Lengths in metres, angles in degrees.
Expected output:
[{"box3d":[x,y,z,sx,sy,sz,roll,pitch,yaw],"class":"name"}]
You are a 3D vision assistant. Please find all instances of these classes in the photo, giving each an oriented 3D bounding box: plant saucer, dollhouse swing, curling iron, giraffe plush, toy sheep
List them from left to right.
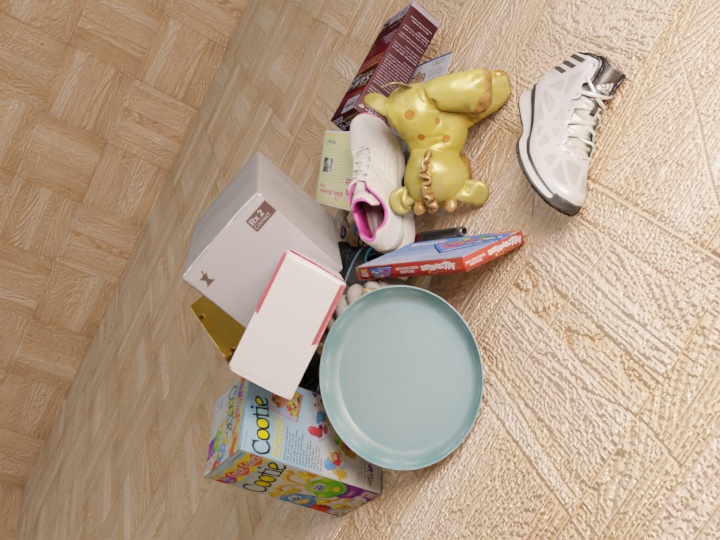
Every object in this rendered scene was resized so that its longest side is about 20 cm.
[{"box3d":[-0.163,0.078,1.362,0.198,0.177,0.182,-36,56,-12],"class":"dollhouse swing"},{"box3d":[0.018,0.074,0.995,0.200,0.137,0.139,-45,30,13],"class":"toy sheep"},{"box3d":[0.046,0.120,0.895,0.195,0.027,0.206,-2,85,22],"class":"plant saucer"},{"box3d":[0.086,-0.031,1.063,0.199,0.025,0.051,-20,54,59],"class":"curling iron"},{"box3d":[0.104,-0.159,1.014,0.170,0.197,0.167,-2,100,49],"class":"giraffe plush"}]

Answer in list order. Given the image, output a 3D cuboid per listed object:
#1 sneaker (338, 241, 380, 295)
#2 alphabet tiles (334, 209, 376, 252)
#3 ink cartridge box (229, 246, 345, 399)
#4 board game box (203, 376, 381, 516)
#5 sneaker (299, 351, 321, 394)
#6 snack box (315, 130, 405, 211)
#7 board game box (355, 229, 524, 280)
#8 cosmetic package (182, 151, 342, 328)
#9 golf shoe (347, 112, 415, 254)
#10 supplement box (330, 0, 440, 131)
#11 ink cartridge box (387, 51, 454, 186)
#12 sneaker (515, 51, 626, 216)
[{"box3d":[0.000,0.000,1.142,0.082,0.073,0.201,-42,23,9],"class":"sneaker"},{"box3d":[0.010,-0.106,1.223,0.169,0.007,0.203,-112,36,-47],"class":"alphabet tiles"},{"box3d":[-0.084,0.056,0.958,0.148,0.082,0.200,-64,3,1],"class":"ink cartridge box"},{"box3d":[-0.080,0.220,0.986,0.103,0.197,0.107,-40,35,42],"class":"board game box"},{"box3d":[-0.077,0.099,1.185,0.076,0.113,0.204,-1,67,60],"class":"sneaker"},{"box3d":[-0.005,-0.149,1.196,0.199,0.036,0.120,20,103,59],"class":"snack box"},{"box3d":[0.090,-0.017,0.942,0.198,0.102,0.020,-5,106,55],"class":"board game box"},{"box3d":[-0.141,-0.037,1.152,0.165,0.164,0.201,-45,22,14],"class":"cosmetic package"},{"box3d":[0.018,-0.121,1.058,0.074,0.091,0.205,-22,76,31],"class":"golf shoe"},{"box3d":[0.038,-0.311,1.241,0.203,0.060,0.108,-62,20,-12],"class":"supplement box"},{"box3d":[0.077,-0.217,1.212,0.195,0.043,0.204,6,75,66],"class":"ink cartridge box"},{"box3d":[0.225,-0.160,0.830,0.115,0.074,0.204,-46,30,41],"class":"sneaker"}]
